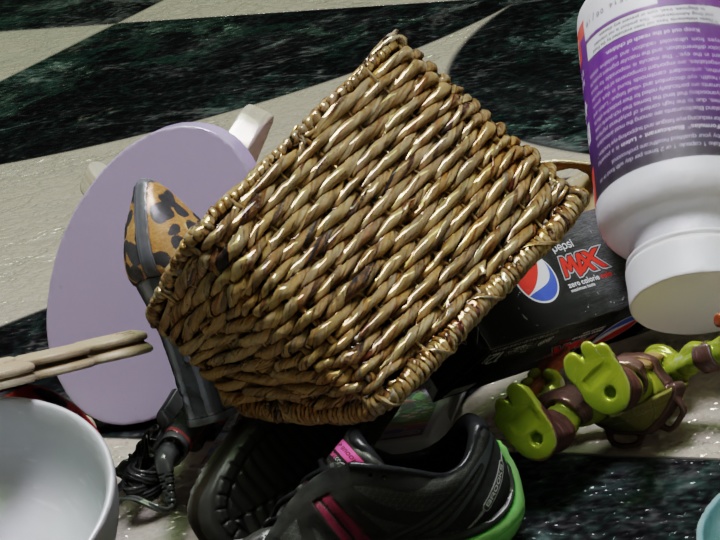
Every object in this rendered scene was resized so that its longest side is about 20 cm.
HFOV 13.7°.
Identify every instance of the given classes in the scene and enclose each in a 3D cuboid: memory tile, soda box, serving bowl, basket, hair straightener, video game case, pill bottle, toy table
[{"bbox_3d":[-0.229,0.064,1.699,0.153,0.017,0.200,-12,1,37],"label":"memory tile"},{"bbox_3d":[0.109,0.014,1.762,0.200,0.071,0.063,-15,-22,-44],"label":"soda box"},{"bbox_3d":[-0.219,0.155,1.602,0.199,0.066,0.200,-10,36,7],"label":"serving bowl"},{"bbox_3d":[0.000,0.000,1.634,0.200,0.149,0.143,-47,-6,-32],"label":"basket"},{"bbox_3d":[-0.111,0.109,1.759,0.077,0.041,0.200,-48,9,16],"label":"hair straightener"},{"bbox_3d":[-0.007,0.079,1.811,0.143,0.018,0.200,-9,17,15],"label":"video game case"},{"bbox_3d":[0.189,-0.069,1.753,0.111,0.201,0.112,-3,-28,-1],"label":"pill bottle"},{"bbox_3d":[-0.115,-0.009,1.904,0.200,0.184,0.117,-54,-6,20],"label":"toy table"}]

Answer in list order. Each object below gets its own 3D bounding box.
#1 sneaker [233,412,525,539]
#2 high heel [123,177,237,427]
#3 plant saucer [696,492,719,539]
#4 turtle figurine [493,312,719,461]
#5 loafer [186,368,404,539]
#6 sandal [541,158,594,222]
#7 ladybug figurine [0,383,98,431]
[{"bbox_3d":[-0.013,0.125,1.555,0.199,0.084,0.077,-19,17,-19],"label":"sneaker"},{"bbox_3d":[-0.075,-0.002,1.765,0.071,0.143,0.200,-14,8,21],"label":"high heel"},{"bbox_3d":[0.262,0.126,1.435,0.199,0.036,0.200,-12,17,4],"label":"plant saucer"},{"bbox_3d":[0.138,0.068,1.658,0.199,0.065,0.161,-18,-3,31],"label":"turtle figurine"},{"bbox_3d":[-0.040,0.103,1.674,0.071,0.073,0.200,-25,13,40],"label":"loafer"},{"bbox_3d":[0.126,-0.050,1.895,0.211,0.069,0.078,-27,40,52],"label":"sandal"},{"bbox_3d":[-0.230,0.120,1.748,0.135,0.072,0.200,1,22,39],"label":"ladybug figurine"}]
